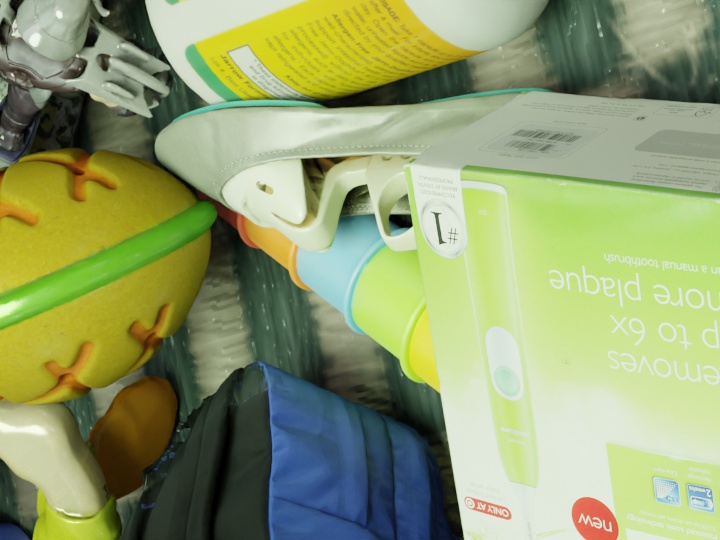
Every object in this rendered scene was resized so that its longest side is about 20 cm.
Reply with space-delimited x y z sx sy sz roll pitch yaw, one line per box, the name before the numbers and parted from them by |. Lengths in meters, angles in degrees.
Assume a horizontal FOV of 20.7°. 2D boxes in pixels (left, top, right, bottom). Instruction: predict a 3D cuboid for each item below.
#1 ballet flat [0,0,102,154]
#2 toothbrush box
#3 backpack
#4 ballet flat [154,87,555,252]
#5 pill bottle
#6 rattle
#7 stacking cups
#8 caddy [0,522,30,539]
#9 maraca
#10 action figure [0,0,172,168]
ballet flat | -0.170 -0.148 1.014 0.072 0.072 0.202 -18 84 40
toothbrush box | 0.109 0.044 0.744 0.145 0.086 0.202 10 121 39
backpack | -0.025 0.157 0.860 0.163 0.167 0.201 -49 32 29
ballet flat | -0.002 -0.039 0.840 0.198 0.067 0.064 -3 63 20
pill bottle | 0.012 -0.138 0.825 0.199 0.112 0.114 -14 85 41
rattle | -0.205 0.100 0.960 0.198 0.144 0.131 -17 127 18
stacking cups | 0.000 0.000 0.892 0.199 0.060 0.061 33 115 38
caddy | -0.235 0.231 1.081 0.141 0.104 0.202 -20 82 41
maraca | -0.154 0.011 0.867 0.108 0.199 0.137 67 158 -5
action figure | -0.156 -0.099 0.889 0.130 0.070 0.200 36 156 -15
